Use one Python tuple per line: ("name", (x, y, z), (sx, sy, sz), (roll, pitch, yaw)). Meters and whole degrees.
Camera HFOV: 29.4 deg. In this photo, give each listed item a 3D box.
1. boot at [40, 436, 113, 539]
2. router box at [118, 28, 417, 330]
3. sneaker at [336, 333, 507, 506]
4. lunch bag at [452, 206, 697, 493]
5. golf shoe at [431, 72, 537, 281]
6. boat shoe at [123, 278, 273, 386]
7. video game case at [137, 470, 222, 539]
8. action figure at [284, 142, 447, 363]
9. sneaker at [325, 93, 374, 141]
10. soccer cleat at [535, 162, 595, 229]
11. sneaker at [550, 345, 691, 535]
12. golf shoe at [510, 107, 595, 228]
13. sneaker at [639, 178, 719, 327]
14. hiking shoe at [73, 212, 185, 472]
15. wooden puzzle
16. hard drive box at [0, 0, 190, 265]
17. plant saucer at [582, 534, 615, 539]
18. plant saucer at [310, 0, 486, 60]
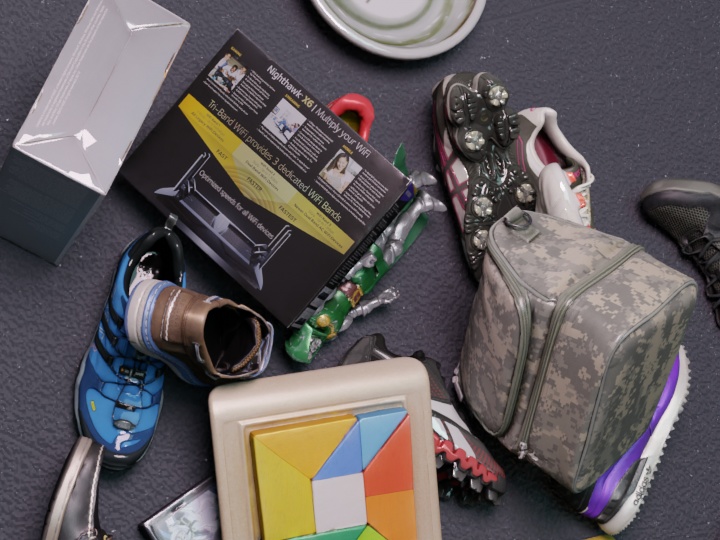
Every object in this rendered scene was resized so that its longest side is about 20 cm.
("boot", (-0.175, 0.238, 1.050), (0.149, 0.073, 0.202), (11, 78, -10))
("router box", (-0.077, -0.075, 1.140), (0.200, 0.052, 0.157), (42, 92, 9))
("sneaker", (0.056, 0.127, 1.191), (0.200, 0.071, 0.098), (36, 57, -16))
("lunch bag", (0.166, 0.062, 1.159), (0.167, 0.201, 0.139), (36, 48, 29))
("golf shoe", (0.112, -0.084, 1.263), (0.077, 0.088, 0.202), (-15, 106, -19))
("boat shoe", (-0.110, 0.059, 1.081), (0.072, 0.200, 0.073), (11, 84, 22))
("video game case", (-0.057, 0.243, 1.138), (0.180, 0.025, 0.201), (-33, 90, -26))
("action figure", (0.000, 0.000, 1.197), (0.054, 0.118, 0.200), (27, 70, 32))
("sneaker", (-0.044, -0.073, 1.196), (0.077, 0.085, 0.201), (26, 67, -13))
("soccer cleat", (0.176, -0.003, 1.227), (0.077, 0.070, 0.201), (-15, 125, 4))
("sneaker", (0.233, 0.131, 1.265), (0.099, 0.070, 0.201), (30, 66, -10))
("golf shoe", (0.185, -0.057, 1.287), (0.077, 0.088, 0.201), (-27, 89, -28))
("sneaker", (0.358, -0.011, 1.352), (0.198, 0.076, 0.115), (29, 60, -19))
("hiking shoe", (-0.185, 0.058, 1.098), (0.074, 0.087, 0.202), (10, 71, -13))
("wooden puzzle", (-0.022, 0.181, 1.102), (0.183, 0.037, 0.202), (-7, 93, -17))
("hard drive box", (-0.219, -0.111, 1.069), (0.076, 0.200, 0.157), (28, 68, -14))
("plant saucer", (0.175, 0.347, 1.195), (0.198, 0.048, 0.202), (-8, 80, -24))
("plant saucer", (0.024, -0.287, 1.302), (0.198, 0.050, 0.202), (6, 73, -21))
